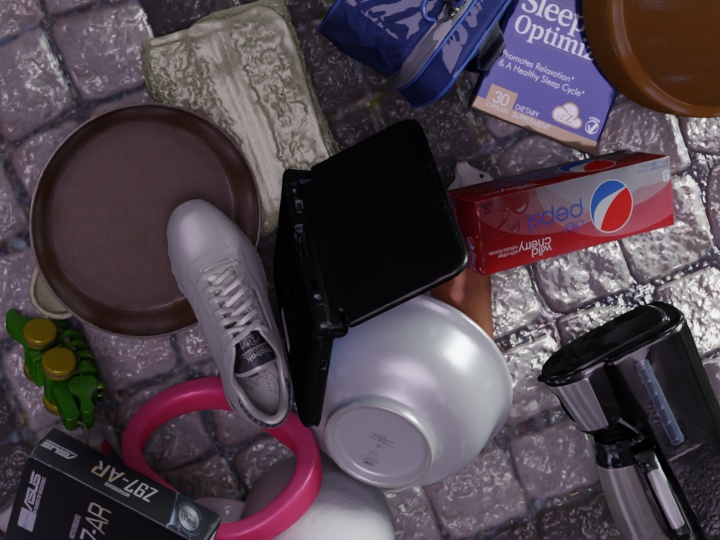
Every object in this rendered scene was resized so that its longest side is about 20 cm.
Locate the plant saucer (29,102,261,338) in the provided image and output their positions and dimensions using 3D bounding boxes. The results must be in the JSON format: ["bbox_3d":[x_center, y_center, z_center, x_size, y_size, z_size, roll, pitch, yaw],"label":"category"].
[{"bbox_3d":[-0.183,-0.043,1.080,0.198,0.032,0.203,-5,104,-22],"label":"plant saucer"}]

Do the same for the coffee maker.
[{"bbox_3d":[0.281,0.133,1.134,0.191,0.134,0.202,-29,100,-19],"label":"coffee maker"}]

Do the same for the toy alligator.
[{"bbox_3d":[-0.252,0.099,1.122,0.054,0.200,0.060,-21,143,-30],"label":"toy alligator"}]

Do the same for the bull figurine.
[{"bbox_3d":[0.072,0.005,1.134,0.120,0.065,0.203,-3,96,4],"label":"bull figurine"}]

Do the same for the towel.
[{"bbox_3d":[-0.102,-0.129,1.126,0.147,0.037,0.202,-20,98,4],"label":"towel"}]

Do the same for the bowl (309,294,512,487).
[{"bbox_3d":[0.025,0.120,1.091,0.199,0.091,0.203,10,129,12],"label":"bowl"}]

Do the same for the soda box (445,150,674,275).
[{"bbox_3d":[0.169,-0.052,1.083,0.198,0.070,0.064,-14,106,-22],"label":"soda box"}]

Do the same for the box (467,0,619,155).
[{"bbox_3d":[0.185,-0.217,1.117,0.120,0.032,0.202,20,97,-3],"label":"box"}]

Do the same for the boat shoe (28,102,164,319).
[{"bbox_3d":[-0.233,-0.055,1.121,0.074,0.068,0.202,28,92,-4],"label":"boat shoe"}]

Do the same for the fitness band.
[{"bbox_3d":[-0.122,0.161,1.097,0.143,0.199,0.038,-35,133,-26],"label":"fitness band"}]

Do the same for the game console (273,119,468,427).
[{"bbox_3d":[0.000,0.000,1.044,0.115,0.201,0.177,0,130,-12],"label":"game console"}]

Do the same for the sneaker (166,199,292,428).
[{"bbox_3d":[-0.103,0.035,1.061,0.076,0.080,0.202,-24,97,-7],"label":"sneaker"}]

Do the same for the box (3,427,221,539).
[{"bbox_3d":[-0.216,0.249,1.045,0.159,0.044,0.201,26,119,6],"label":"box"}]

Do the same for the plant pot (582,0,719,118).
[{"bbox_3d":[0.304,-0.217,1.019,0.198,0.183,0.203,-3,104,-13],"label":"plant pot"}]

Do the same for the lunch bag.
[{"bbox_3d":[0.058,-0.215,1.032,0.132,0.200,0.136,36,92,-8],"label":"lunch bag"}]

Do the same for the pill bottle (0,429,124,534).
[{"bbox_3d":[-0.219,0.255,1.142,0.119,0.120,0.200,-39,97,5],"label":"pill bottle"}]

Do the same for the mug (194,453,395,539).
[{"bbox_3d":[-0.065,0.247,1.112,0.198,0.175,0.149,19,98,-3],"label":"mug"}]
